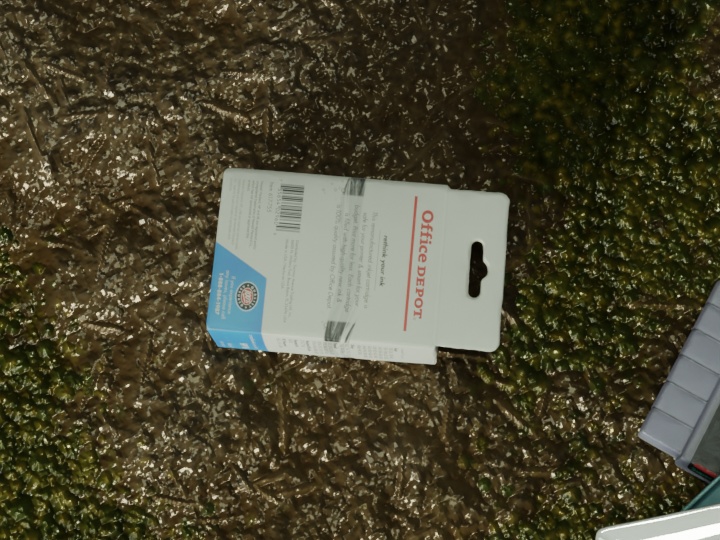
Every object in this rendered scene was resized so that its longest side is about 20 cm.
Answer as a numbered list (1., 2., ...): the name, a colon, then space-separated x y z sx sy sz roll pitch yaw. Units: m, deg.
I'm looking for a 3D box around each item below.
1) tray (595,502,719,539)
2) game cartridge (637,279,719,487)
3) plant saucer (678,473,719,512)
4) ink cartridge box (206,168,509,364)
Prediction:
1. tray: 0.239 0.199 1.062 0.199 0.022 0.109 -19 67 38
2. game cartridge: 0.304 0.110 1.160 0.199 0.038 0.130 29 75 8
3. plant saucer: 0.240 0.182 1.129 0.200 0.019 0.070 -44 83 5
4. ink cartridge box: 0.000 0.000 1.174 0.197 0.068 0.117 5 77 3
